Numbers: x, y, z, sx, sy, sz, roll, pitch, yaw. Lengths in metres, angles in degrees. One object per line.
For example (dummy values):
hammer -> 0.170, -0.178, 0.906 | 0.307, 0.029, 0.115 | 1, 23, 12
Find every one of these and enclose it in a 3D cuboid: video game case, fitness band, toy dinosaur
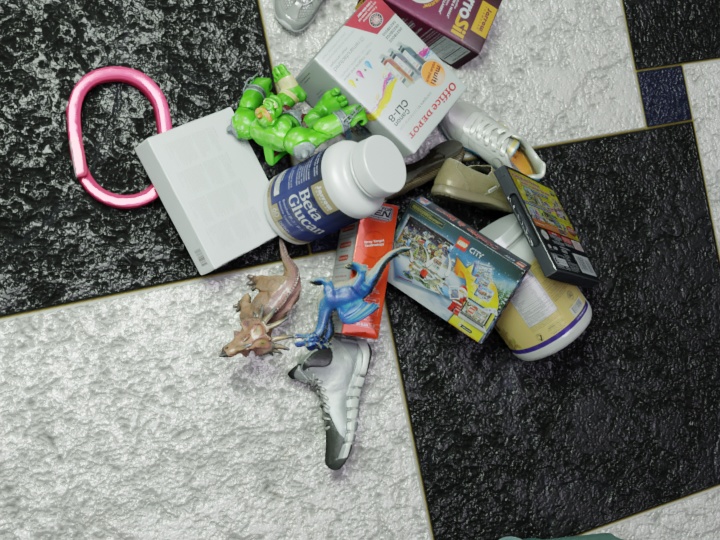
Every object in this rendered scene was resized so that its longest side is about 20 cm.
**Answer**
video game case -> 0.289, -0.063, 1.268 | 0.200, 0.025, 0.181 | 10, 53, -56
fitness band -> -0.340, -0.188, 1.176 | 0.144, 0.037, 0.200 | -7, 91, -21
toy dinosaur -> -0.125, 0.050, 1.182 | 0.086, 0.136, 0.200 | 29, 78, -15

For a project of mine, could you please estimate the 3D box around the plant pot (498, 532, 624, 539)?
plant pot -> 0.331, 0.503, 1.294 | 0.196, 0.200, 0.200 | -2, 88, -26

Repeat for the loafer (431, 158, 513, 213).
loafer -> 0.200, -0.132, 1.308 | 0.200, 0.076, 0.068 | 7, 94, -40

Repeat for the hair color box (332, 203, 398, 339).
hair color box -> 0.000, 0.000, 1.244 | 0.061, 0.102, 0.200 | 10, 85, -17

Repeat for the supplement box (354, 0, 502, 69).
supplement box -> 0.108, -0.423, 1.307 | 0.200, 0.086, 0.110 | 25, 80, -16

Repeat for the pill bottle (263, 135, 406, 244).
pill bottle -> -0.035, -0.115, 1.160 | 0.111, 0.200, 0.111 | 20, 61, -40

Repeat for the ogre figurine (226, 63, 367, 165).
ogre figurine -> -0.100, -0.216, 1.173 | 0.200, 0.098, 0.120 | 32, 61, 9

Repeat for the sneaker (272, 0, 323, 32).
sneaker -> -0.069, -0.456, 1.251 | 0.075, 0.082, 0.200 | 29, 79, -15

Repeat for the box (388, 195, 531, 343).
box -> 0.135, -0.002, 1.241 | 0.200, 0.038, 0.137 | 34, 115, 15

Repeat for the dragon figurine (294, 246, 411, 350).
dragon figurine -> -0.007, 0.043, 1.153 | 0.200, 0.059, 0.100 | -24, 83, 1

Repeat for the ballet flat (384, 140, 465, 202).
ballet flat -> 0.083, -0.146, 1.306 | 0.200, 0.067, 0.046 | -30, 129, -20

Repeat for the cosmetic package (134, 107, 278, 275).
cosmetic package -> -0.207, -0.115, 1.182 | 0.151, 0.052, 0.200 | -31, 97, -37

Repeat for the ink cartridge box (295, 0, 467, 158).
ink cartridge box -> 0.026, -0.276, 1.242 | 0.200, 0.145, 0.145 | 42, 75, -13

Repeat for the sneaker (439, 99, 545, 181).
sneaker -> 0.216, -0.211, 1.337 | 0.200, 0.081, 0.077 | 36, 79, -13

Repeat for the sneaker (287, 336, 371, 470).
sneaker -> -0.059, 0.190, 1.238 | 0.115, 0.075, 0.200 | 15, 73, -12

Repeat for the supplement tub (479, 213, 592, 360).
supplement tub -> 0.254, 0.026, 1.304 | 0.145, 0.145, 0.200 | -39, 99, -16
